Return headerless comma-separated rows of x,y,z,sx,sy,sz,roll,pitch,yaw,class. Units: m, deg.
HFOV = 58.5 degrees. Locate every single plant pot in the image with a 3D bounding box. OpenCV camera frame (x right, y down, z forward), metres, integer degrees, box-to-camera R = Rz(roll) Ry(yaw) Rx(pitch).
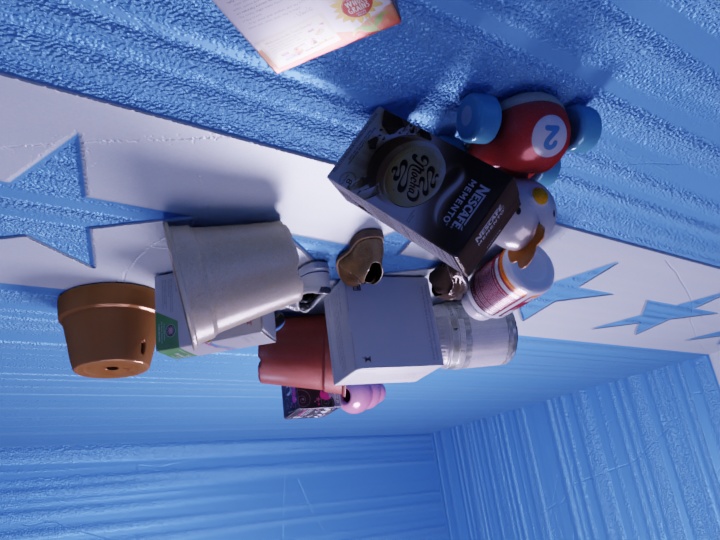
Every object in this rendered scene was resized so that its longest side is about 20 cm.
-0.478,0.124,1.238,0.200,0.140,0.200,-6,157,-3,plant pot
-0.128,0.185,1.464,0.195,0.201,0.201,1,158,-2,plant pot
-0.194,0.004,1.008,0.183,0.201,0.200,-14,161,-17,plant pot

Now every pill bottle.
0.290,0.029,1.305,0.113,0.113,0.200,2,156,-23,pill bottle

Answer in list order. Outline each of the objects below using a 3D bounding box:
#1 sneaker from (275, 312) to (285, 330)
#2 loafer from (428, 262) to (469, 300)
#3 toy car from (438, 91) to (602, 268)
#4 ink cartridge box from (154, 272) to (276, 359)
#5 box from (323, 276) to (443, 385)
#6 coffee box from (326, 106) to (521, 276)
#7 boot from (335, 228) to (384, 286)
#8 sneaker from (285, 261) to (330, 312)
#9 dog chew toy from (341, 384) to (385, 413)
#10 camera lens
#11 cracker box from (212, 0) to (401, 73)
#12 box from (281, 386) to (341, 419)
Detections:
-0.242,0.081,1.279,0.199,0.083,0.071,13,-177,-23,sneaker
0.175,0.021,1.297,0.071,0.073,0.200,-9,158,1,loafer
0.209,-0.104,0.828,0.184,0.200,0.177,0,157,-21,toy car
-0.262,0.070,1.170,0.200,0.145,0.088,-12,159,9,ink cartridge box
0.044,0.125,1.340,0.200,0.199,0.131,2,157,-23,box
0.076,-0.096,0.772,0.113,0.200,0.080,-54,153,-3,coffee box
0.000,0.000,1.185,0.074,0.076,0.200,-4,159,-14,boot
-0.126,0.049,1.265,0.073,0.071,0.200,7,154,-32,sneaker
0.010,0.414,2.165,0.124,0.125,0.200,-24,161,35,dog chew toy
0.261,0.151,1.532,0.200,0.160,0.160,-4,158,-10,camera lens
-0.063,-0.262,0.532,0.134,0.058,0.200,-16,158,17,cracker box
-0.132,0.259,1.611,0.115,0.200,0.132,1,156,-24,box
